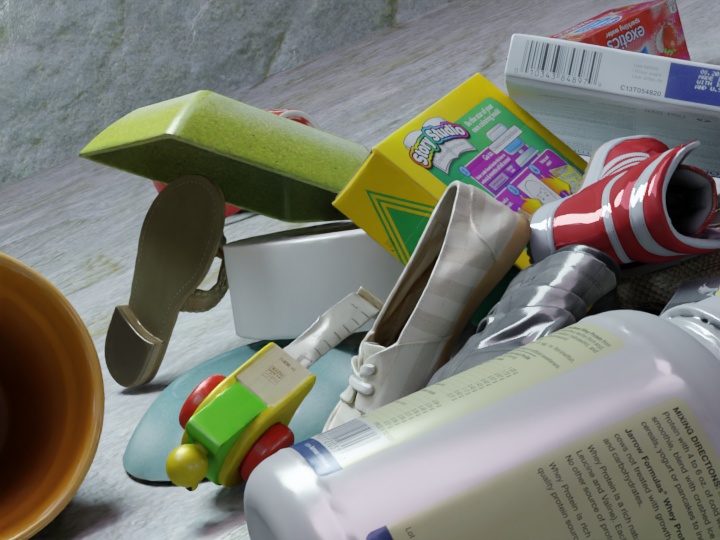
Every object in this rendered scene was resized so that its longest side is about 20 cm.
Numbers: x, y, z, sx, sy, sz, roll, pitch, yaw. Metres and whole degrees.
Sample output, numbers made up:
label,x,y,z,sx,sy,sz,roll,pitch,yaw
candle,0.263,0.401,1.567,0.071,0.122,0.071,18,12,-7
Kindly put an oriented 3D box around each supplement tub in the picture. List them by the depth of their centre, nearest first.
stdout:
label,x,y,z,sx,sy,sz,roll,pitch,yaw
supplement tub,0.072,0.102,0.557,0.199,0.146,0.145,-22,14,-14

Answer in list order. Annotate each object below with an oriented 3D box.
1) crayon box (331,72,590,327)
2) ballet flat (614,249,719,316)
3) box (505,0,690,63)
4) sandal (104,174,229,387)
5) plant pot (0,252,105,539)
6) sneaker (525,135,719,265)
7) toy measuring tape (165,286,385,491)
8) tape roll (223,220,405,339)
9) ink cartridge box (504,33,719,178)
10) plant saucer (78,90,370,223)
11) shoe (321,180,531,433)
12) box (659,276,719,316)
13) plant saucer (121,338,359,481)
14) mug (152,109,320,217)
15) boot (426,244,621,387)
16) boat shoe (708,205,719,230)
label,x,y,z,sx,sy,sz,roll,pitch,yaw
crayon box,0.098,-0.040,1.034,0.058,0.172,0.200,-55,-8,31
ballet flat,0.257,-0.006,0.975,0.199,0.047,0.067,-16,4,-13
box,0.273,-0.229,1.698,0.199,0.100,0.095,-27,16,-34
sandal,-0.138,0.004,1.203,0.069,0.078,0.212,-10,-41,-46
plant pot,-0.285,0.096,1.010,0.199,0.201,0.183,-24,-2,-21
sneaker,0.193,-0.050,0.959,0.112,0.072,0.200,-18,12,35
toy measuring tape,-0.055,0.081,0.956,0.073,0.074,0.200,-6,24,42
tape roll,0.000,0.000,1.130,0.201,0.071,0.202,-8,4,1
ink cartridge box,0.214,-0.121,1.146,0.198,0.041,0.200,11,-7,11
plant saucer,-0.090,-0.088,1.157,0.199,0.048,0.200,17,-8,-28
shoe,0.027,0.036,0.893,0.201,0.053,0.070,-57,25,-12
box,0.245,0.040,0.778,0.199,0.049,0.158,-10,16,31
plant saucer,-0.077,0.084,1.053,0.200,0.039,0.201,-17,14,4
mug,-0.150,-0.117,1.848,0.199,0.179,0.133,0,-14,43
boot,0.097,0.037,0.788,0.132,0.070,0.200,-51,15,-20
boat shoe,0.308,-0.068,1.069,0.199,0.072,0.072,-23,14,-17
